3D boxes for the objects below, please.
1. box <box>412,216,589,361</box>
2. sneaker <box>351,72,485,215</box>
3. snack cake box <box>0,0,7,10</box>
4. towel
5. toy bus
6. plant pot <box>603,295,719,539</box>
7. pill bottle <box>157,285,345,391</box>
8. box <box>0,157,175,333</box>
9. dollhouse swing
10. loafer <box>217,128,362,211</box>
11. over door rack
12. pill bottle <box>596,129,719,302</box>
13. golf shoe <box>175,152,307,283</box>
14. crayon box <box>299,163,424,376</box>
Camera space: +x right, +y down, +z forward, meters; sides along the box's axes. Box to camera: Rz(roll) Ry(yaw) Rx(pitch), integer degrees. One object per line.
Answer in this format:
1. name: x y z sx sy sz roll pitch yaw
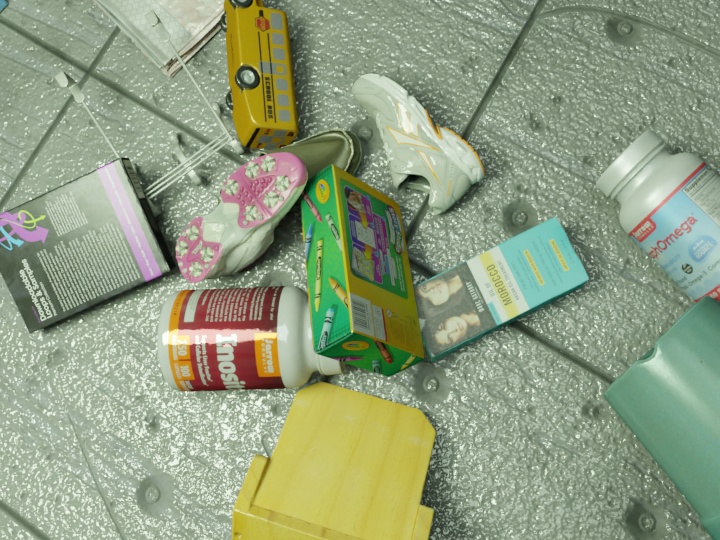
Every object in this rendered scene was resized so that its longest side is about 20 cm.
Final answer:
1. box: 0.151 0.022 0.792 0.197 0.049 0.084 -26 76 0
2. sneaker: 0.051 -0.152 0.831 0.200 0.076 0.092 43 90 14
3. snack cake box: -0.593 -0.427 0.938 0.199 0.115 0.067 42 84 13
4. towel: -0.259 -0.392 0.936 0.200 0.032 0.191 43 85 12
5. toy bus: -0.128 -0.260 0.865 0.076 0.065 0.205 -1 76 -24
6. plant pot: 0.361 0.146 0.678 0.200 0.201 0.197 -41 69 -4
7. pill bottle: -0.117 0.075 0.778 0.194 0.113 0.116 -3 77 6
8. box: -0.341 -0.029 0.836 0.196 0.036 0.146 -22 97 4
9. dollhouse swing: -0.020 0.262 0.768 0.195 0.177 0.186 13 121 8
10. loafer: -0.087 -0.112 0.837 0.197 0.070 0.076 -30 76 -1
11. over door rack: -0.255 -0.193 0.866 0.146 0.067 0.202 -34 97 -2
12. pill bottle: 0.358 -0.053 0.755 0.108 0.109 0.201 -41 76 -4
13. golf shoe: -0.125 -0.060 0.794 0.199 0.091 0.076 -37 69 23
14. crayon box: 0.000 0.000 0.749 0.058 0.118 0.204 -28 55 33
